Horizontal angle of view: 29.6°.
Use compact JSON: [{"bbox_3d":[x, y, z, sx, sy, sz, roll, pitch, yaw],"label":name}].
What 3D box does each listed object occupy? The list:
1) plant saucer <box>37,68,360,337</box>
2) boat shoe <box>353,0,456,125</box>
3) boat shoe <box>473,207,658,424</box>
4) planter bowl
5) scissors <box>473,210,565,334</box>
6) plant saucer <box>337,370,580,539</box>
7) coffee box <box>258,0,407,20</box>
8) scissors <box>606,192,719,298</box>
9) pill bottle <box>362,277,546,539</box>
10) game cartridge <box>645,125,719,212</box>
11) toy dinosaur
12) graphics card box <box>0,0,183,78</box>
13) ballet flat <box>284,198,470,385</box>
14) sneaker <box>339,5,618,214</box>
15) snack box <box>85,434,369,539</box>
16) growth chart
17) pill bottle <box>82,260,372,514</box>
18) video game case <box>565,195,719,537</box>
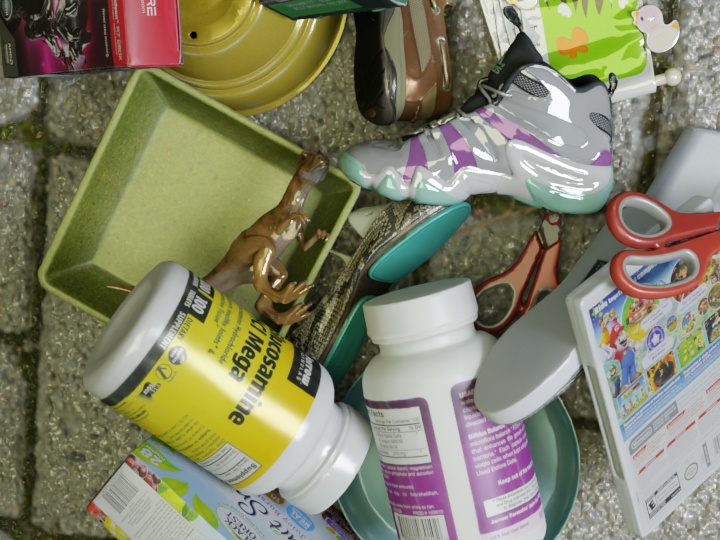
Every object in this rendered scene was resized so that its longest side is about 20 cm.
[{"bbox_3d":[-0.126,-0.032,1.079,0.199,0.048,0.201,29,102,2],"label":"plant saucer"},{"bbox_3d":[0.035,-0.208,1.022,0.073,0.076,0.202,-1,89,-21],"label":"boat shoe"},{"bbox_3d":[0.161,0.039,0.957,0.200,0.069,0.057,-47,123,-13],"label":"boat shoe"},{"bbox_3d":[-0.113,-0.217,1.038,0.199,0.083,0.202,2,98,11],"label":"planter bowl"},{"bbox_3d":[0.148,-0.026,1.028,0.073,0.014,0.201,30,97,8],"label":"scissors"},{"bbox_3d":[0.075,0.149,1.078,0.198,0.027,0.202,1,97,11],"label":"plant saucer"},{"bbox_3d":[-0.003,-0.283,0.970,0.122,0.044,0.202,4,79,46],"label":"coffee box"},{"bbox_3d":[0.249,-0.023,0.921,0.199,0.014,0.074,-5,70,-24],"label":"scissors"},{"bbox_3d":[0.064,0.112,1.005,0.111,0.112,0.202,-12,95,13],"label":"pill bottle"},{"bbox_3d":[0.303,-0.017,1.005,0.199,0.041,0.134,30,98,6],"label":"game cartridge"},{"bbox_3d":[-0.084,-0.006,1.035,0.200,0.060,0.106,-40,66,11],"label":"toy dinosaur"},{"bbox_3d":[-0.209,-0.211,1.021,0.199,0.051,0.127,7,103,50],"label":"graphics card box"},{"bbox_3d":[0.000,0.000,1.059,0.075,0.068,0.200,44,106,26],"label":"ballet flat"},{"bbox_3d":[0.087,-0.119,0.973,0.198,0.078,0.141,2,106,-7],"label":"sneaker"},{"bbox_3d":[-0.090,0.202,1.045,0.200,0.169,0.068,41,107,4],"label":"snack box"},{"bbox_3d":[0.150,-0.213,1.019,0.144,0.018,0.201,-21,94,13],"label":"growth chart"},{"bbox_3d":[-0.093,0.092,1.000,0.200,0.113,0.113,36,104,-17],"label":"pill bottle"},{"bbox_3d":[0.218,0.068,0.959,0.018,0.143,0.201,17,133,50],"label":"video game case"}]
